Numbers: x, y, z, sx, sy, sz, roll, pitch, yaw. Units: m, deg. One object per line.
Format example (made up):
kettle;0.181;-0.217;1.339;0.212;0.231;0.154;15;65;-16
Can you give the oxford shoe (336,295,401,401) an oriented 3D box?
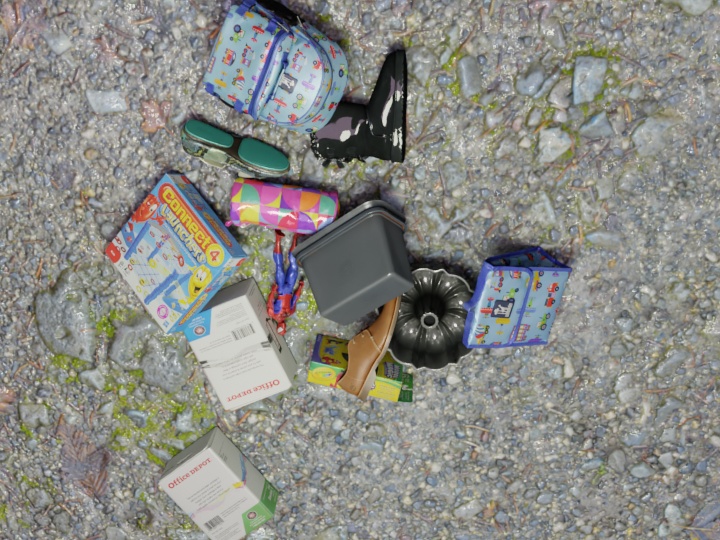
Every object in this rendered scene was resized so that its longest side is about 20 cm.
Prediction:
oxford shoe;0.016;0.123;1.558;0.070;0.071;0.203;24;94;2

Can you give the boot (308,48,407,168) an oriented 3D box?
boot;-0.002;-0.270;1.501;0.159;0.074;0.202;5;111;9

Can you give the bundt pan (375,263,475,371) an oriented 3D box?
bundt pan;0.124;0.076;1.623;0.198;0.076;0.206;1;112;3

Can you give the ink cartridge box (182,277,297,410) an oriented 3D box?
ink cartridge box;-0.225;0.139;1.671;0.144;0.085;0.203;-20;110;13

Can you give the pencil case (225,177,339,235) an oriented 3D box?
pencil case;-0.134;-0.108;1.565;0.196;0.089;0.090;6;113;1

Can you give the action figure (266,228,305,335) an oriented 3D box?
action figure;-0.137;0.026;1.633;0.064;0.052;0.204;-8;118;-31

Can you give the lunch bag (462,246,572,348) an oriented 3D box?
lunch bag;0.249;0.050;1.541;0.197;0.094;0.153;-4;119;-38

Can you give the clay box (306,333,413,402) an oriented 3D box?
clay box;0.006;0.181;1.654;0.196;0.115;0.048;12;112;-1

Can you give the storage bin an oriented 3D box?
storage bin;0.000;0.000;1.544;0.198;0.136;0.145;-29;150;23

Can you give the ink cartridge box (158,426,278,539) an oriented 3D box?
ink cartridge box;-0.283;0.436;1.796;0.144;0.084;0.201;-35;106;16

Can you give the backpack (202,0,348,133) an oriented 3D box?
backpack;-0.128;-0.315;1.433;0.198;0.134;0.184;34;111;7

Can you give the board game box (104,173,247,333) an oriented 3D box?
board game box;-0.328;-0.031;1.582;0.196;0.056;0.201;-46;75;20

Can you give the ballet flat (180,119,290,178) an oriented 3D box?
ballet flat;-0.218;-0.199;1.553;0.197;0.074;0.075;24;112;-3
